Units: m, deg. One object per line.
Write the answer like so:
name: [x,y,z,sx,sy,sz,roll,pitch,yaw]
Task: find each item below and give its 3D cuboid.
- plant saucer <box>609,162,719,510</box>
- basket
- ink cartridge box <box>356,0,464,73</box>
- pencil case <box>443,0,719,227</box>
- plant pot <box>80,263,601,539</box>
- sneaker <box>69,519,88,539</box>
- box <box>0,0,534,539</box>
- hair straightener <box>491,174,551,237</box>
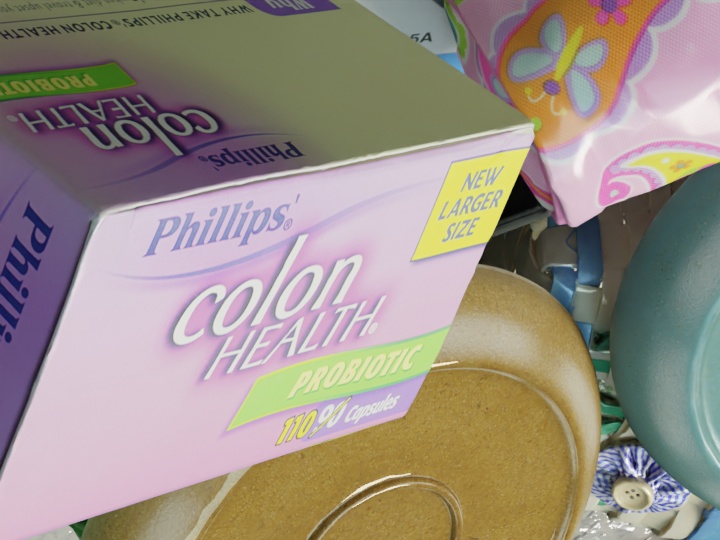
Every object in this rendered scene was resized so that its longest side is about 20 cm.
plant saucer: [0.182,0.022,0.898,0.200,0.027,0.200,-4,130,-4]
basket: [0.139,0.020,1.001,0.199,0.139,0.177,0,138,-13]
ink cartridge box: [0.047,-0.135,0.808,0.146,0.086,0.200,-9,143,-19]
pencil case: [0.123,-0.090,0.767,0.200,0.088,0.087,-29,143,3]
plant pot: [0.001,0.087,0.895,0.200,0.027,0.200,-21,133,-23]
sneaker: [-0.059,0.079,0.906,0.074,0.084,0.200,-16,164,28]
box: [-0.092,-0.038,0.702,0.176,0.200,0.097,-14,134,-53]
hair straightener: [0.000,0.000,0.953,0.077,0.041,0.200,21,142,-38]
